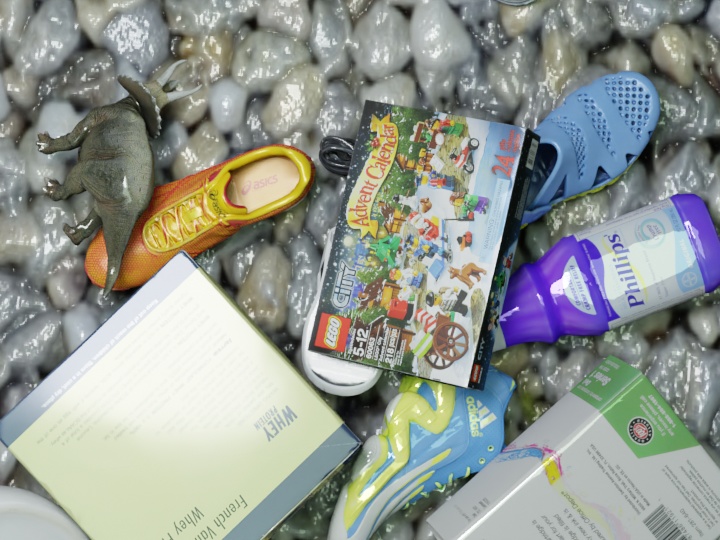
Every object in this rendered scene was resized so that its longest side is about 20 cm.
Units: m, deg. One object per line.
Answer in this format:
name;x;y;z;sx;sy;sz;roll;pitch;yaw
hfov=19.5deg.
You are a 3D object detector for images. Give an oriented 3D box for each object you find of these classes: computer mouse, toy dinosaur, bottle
computer mouse;0.000;0.000;1.662;0.109;0.044;0.201;13;87;6
toy dinosaur;-0.194;-0.080;1.630;0.102;0.077;0.201;-22;48;33
bottle;0.185;0.008;1.650;0.199;0.065;0.084;-20;86;-1

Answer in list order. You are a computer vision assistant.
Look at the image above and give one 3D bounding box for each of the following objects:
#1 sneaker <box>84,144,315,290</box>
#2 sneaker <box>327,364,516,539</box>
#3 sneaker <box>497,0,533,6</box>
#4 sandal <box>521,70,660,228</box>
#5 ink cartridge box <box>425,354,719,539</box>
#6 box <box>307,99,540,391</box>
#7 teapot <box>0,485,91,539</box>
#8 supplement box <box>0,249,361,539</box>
sneaker;-0.131;-0.049;1.654;0.200;0.077;0.073;-30;87;-1
sneaker;0.055;0.148;1.634;0.105;0.076;0.200;28;85;2
sneaker;0.064;-0.283;1.675;0.200;0.071;0.073;29;86;3
sandal;0.154;-0.087;1.650;0.200;0.087;0.080;-38;83;-4
ink cartridge box;0.172;0.187;1.606;0.200;0.084;0.145;-41;104;-3
box;0.048;-0.020;1.598;0.136;0.038;0.201;11;87;23
teapot;-0.295;0.258;1.598;0.197;0.146;0.200;43;67;-24
supplement box;-0.134;0.129;1.607;0.200;0.134;0.200;-44;85;-3
